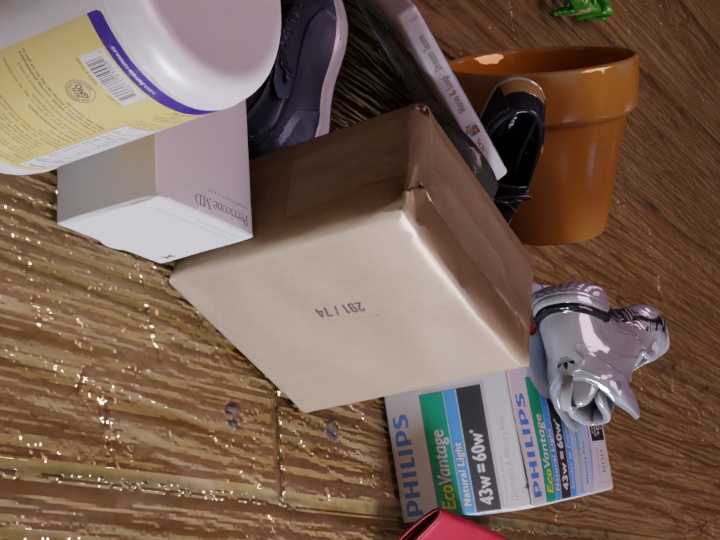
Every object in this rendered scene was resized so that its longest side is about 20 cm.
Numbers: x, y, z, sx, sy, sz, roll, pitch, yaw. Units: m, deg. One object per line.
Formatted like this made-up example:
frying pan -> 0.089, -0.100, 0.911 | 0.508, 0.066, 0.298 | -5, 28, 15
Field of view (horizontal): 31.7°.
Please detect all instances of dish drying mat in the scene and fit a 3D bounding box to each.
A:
dish drying mat -> 0.089, 0.252, 1.091 | 0.200, 0.077, 0.018 | 35, 13, -49

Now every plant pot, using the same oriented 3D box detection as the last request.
plant pot -> 0.190, -0.129, 1.319 | 0.200, 0.200, 0.183 | -35, 124, -59

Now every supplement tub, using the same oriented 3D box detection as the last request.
supplement tub -> -0.160, -0.135, 0.689 | 0.145, 0.200, 0.145 | 31, 53, -51

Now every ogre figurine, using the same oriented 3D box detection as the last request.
ogre figurine -> 0.309, -0.405, 1.719 | 0.200, 0.098, 0.120 | -9, 97, -49

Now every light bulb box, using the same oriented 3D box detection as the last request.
light bulb box -> 0.122, 0.116, 1.141 | 0.200, 0.125, 0.198 | 7, 72, -60

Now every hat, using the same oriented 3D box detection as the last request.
hat -> 0.060, -0.087, 1.066 | 0.201, 0.081, 0.201 | 41, 9, -8

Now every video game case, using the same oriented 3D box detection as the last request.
video game case -> 0.052, -0.187, 1.151 | 0.182, 0.024, 0.200 | 56, 1, -31

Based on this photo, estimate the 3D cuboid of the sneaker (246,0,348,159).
sneaker -> -0.077, -0.182, 0.977 | 0.146, 0.077, 0.202 | 36, 49, -52

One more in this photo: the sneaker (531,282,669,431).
sneaker -> 0.218, 0.085, 1.122 | 0.200, 0.075, 0.115 | 21, 59, -50

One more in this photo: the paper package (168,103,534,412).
paper package -> 0.000, 0.000, 0.905 | 0.191, 0.200, 0.103 | 50, 38, -37

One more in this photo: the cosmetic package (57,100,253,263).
cosmetic package -> -0.137, -0.117, 0.840 | 0.108, 0.085, 0.200 | 22, 58, -58

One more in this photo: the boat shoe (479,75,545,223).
boat shoe -> 0.128, -0.088, 1.213 | 0.062, 0.075, 0.200 | -95, -161, -55
